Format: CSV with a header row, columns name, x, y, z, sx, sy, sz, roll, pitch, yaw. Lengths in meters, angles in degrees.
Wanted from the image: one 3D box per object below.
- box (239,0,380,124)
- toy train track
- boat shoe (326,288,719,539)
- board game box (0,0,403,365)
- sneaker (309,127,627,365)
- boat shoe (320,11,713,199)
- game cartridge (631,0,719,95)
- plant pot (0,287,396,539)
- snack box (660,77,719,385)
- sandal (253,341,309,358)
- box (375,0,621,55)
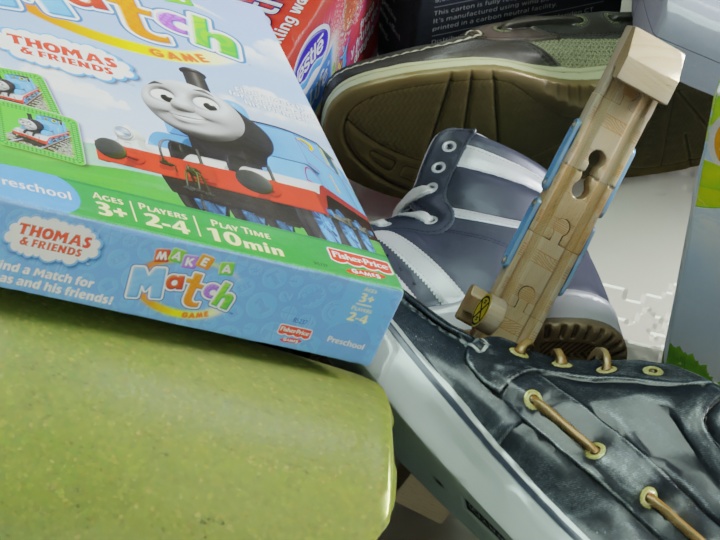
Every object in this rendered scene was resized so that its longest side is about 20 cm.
name,x,y,z,sx,sy,sz,roll,pitch,yaw
box,-0.069,-0.077,1.093,0.099,0.096,0.200,17,46,13
toy train track,0.068,0.003,0.974,0.114,0.200,0.033,27,1,-17
boat shoe,0.067,0.052,0.924,0.091,0.071,0.200,-39,70,-11
board game box,-0.083,-0.050,0.910,0.151,0.037,0.200,13,28,-26
sneaker,0.000,0.000,1.037,0.199,0.070,0.109,1,49,-13
boat shoe,0.073,-0.076,1.126,0.200,0.072,0.066,-5,39,-16
game cartridge,0.190,-0.121,1.151,0.133,0.041,0.200,20,30,6
plant pot,-0.091,0.086,0.879,0.184,0.201,0.201,10,44,-11
snack box,0.201,0.009,0.951,0.168,0.200,0.068,14,45,11
sandal,-0.114,-0.002,0.944,0.200,0.075,0.048,26,39,9
box,0.047,-0.204,1.155,0.107,0.200,0.149,-13,47,-16
